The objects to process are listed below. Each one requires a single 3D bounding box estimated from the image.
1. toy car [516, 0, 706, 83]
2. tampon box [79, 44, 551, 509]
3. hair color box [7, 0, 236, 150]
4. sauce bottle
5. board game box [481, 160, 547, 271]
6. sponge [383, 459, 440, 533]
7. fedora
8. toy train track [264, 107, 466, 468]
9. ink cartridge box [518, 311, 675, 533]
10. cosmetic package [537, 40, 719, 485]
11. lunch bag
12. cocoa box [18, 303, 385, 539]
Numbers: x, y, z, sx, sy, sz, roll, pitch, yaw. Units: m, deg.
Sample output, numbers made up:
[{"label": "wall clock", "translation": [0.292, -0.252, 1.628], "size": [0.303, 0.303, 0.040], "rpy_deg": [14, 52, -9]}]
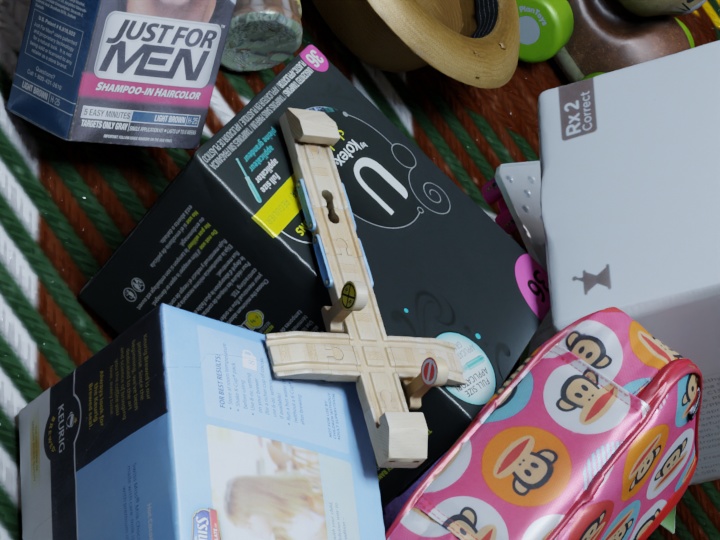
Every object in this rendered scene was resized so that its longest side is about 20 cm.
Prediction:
[{"label": "toy car", "translation": [0.228, -0.210, 1.496], "size": [0.158, 0.199, 0.164], "rpy_deg": [52, 38, -4]}, {"label": "tampon box", "translation": [-0.017, 0.011, 1.102], "size": [0.200, 0.126, 0.150], "rpy_deg": [43, 38, -3]}, {"label": "hair color box", "translation": [-0.117, -0.171, 1.101], "size": [0.060, 0.202, 0.099], "rpy_deg": [26, 18, 39]}, {"label": "sauce bottle", "translation": [-0.079, -0.224, 1.280], "size": [0.064, 0.065, 0.202], "rpy_deg": [15, 54, -41]}, {"label": "board game box", "translation": [0.181, 0.020, 1.320], "size": [0.199, 0.026, 0.202], "rpy_deg": [-7, 69, -48]}, {"label": "sponge", "translation": [0.019, 0.157, 1.138], "size": [0.112, 0.030, 0.200], "rpy_deg": [55, 38, 0]}, {"label": "fedora", "translation": [0.023, -0.194, 1.357], "size": [0.200, 0.081, 0.202], "rpy_deg": [33, 42, -35]}, {"label": "toy train track", "translation": [0.000, 0.000, 0.999], "size": [0.114, 0.033, 0.202], "rpy_deg": [4, 56, -35]}, {"label": "ink cartridge box", "translation": [0.158, 0.079, 1.323], "size": [0.104, 0.059, 0.201], "rpy_deg": [38, 41, -22]}, {"label": "cosmetic package", "translation": [0.211, -0.003, 1.163], "size": [0.200, 0.163, 0.166], "rpy_deg": [52, 29, -49]}, {"label": "lunch bag", "translation": [0.094, 0.132, 1.051], "size": [0.082, 0.177, 0.200], "rpy_deg": [36, 69, 24]}, {"label": "cocoa box", "translation": [-0.073, 0.142, 0.961], "size": [0.133, 0.131, 0.202], "rpy_deg": [19, 51, -37]}]
